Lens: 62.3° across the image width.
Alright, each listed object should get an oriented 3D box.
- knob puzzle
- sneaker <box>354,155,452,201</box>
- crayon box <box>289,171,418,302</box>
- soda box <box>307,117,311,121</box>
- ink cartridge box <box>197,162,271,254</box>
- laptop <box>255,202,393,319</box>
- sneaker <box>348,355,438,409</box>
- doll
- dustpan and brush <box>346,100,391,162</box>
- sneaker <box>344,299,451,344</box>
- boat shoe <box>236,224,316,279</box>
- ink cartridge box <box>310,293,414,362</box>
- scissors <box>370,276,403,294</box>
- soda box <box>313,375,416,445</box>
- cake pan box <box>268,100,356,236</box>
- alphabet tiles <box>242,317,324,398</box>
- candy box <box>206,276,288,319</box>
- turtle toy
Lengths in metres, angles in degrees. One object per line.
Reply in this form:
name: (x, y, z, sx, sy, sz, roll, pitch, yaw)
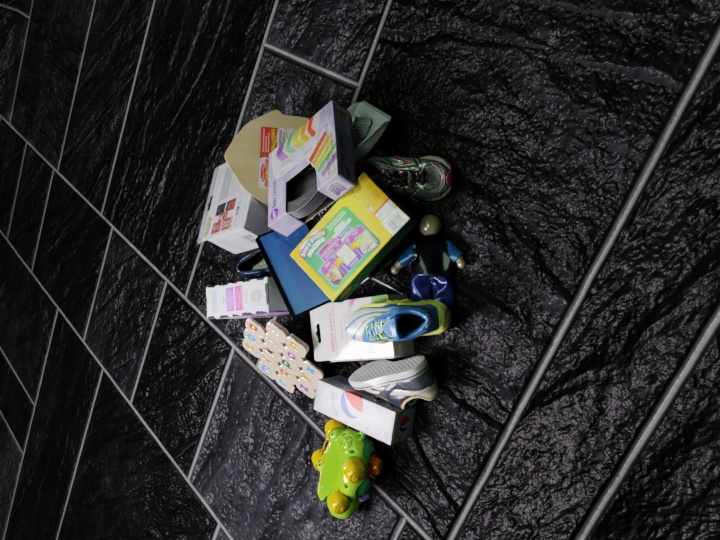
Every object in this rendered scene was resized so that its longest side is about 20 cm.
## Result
knob puzzle: (-0.179, -0.229, 1.231, 0.030, 0.219, 0.221, -168, 81, -75)
sneaker: (0.074, -0.164, 1.066, 0.199, 0.075, 0.081, 9, 105, 38)
crayon box: (-0.013, -0.055, 1.035, 0.200, 0.058, 0.119, -47, 75, 11)
soda box: (-0.098, -0.200, 1.193, 0.071, 0.063, 0.201, 19, 86, 38)
ink cartridge box: (-0.260, -0.148, 1.309, 0.175, 0.084, 0.201, -11, 62, 41)
laptop: (-0.071, -0.040, 1.090, 0.200, 0.103, 0.178, -37, 75, 39)
sneaker: (0.057, 0.208, 1.078, 0.200, 0.078, 0.080, -17, 107, 52)
doll: (0.119, 0.002, 1.044, 0.136, 0.048, 0.201, 0, 88, 22)
dustpan and brush: (-0.039, -0.226, 1.116, 0.200, 0.057, 0.140, -60, 35, 14)
sneaker: (0.046, 0.084, 0.995, 0.199, 0.105, 0.076, -13, 84, 26)
boat shoe: (-0.153, -0.028, 1.182, 0.200, 0.069, 0.084, -31, 80, 13)
ink cartridge box: (-0.001, 0.112, 1.138, 0.199, 0.067, 0.118, -10, 85, 39)
scissors: (0.000, 0.000, 1.125, 0.014, 0.073, 0.200, -47, 38, -16)
soda box: (0.005, 0.261, 1.133, 0.200, 0.068, 0.064, 14, 99, 40)
cake pan box: (-0.092, -0.181, 1.077, 0.184, 0.052, 0.201, -32, 47, 34)
alphabet tiles: (-0.161, 0.181, 1.234, 0.195, 0.015, 0.200, 34, 142, 10)
candy box: (-0.194, 0.058, 1.237, 0.199, 0.167, 0.072, -9, 83, 40)
turtle toy: (-0.024, 0.388, 1.133, 0.201, 0.101, 0.146, -68, 30, 21)
